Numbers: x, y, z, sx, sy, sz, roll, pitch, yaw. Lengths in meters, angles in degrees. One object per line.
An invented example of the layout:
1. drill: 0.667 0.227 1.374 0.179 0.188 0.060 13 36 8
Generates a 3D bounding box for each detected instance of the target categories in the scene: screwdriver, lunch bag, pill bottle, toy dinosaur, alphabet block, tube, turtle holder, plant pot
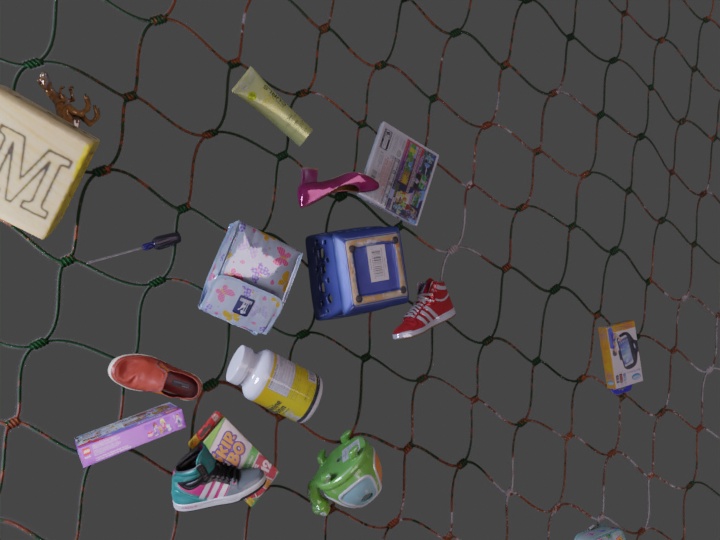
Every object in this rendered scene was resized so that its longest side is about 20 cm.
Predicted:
1. screwdriver: -0.466 -0.043 1.411 0.196 0.029 0.029 -19 95 -23
2. lunch bag: -0.236 0.021 1.466 0.167 0.127 0.204 27 81 -20
3. pill bottle: -0.187 0.242 1.478 0.197 0.111 0.114 30 74 -21
4. toy dinosaur: -0.577 -0.298 1.366 0.104 0.060 0.205 -20 94 1
5. alphabet block: -0.610 -0.200 1.235 0.197 0.195 0.200 29 93 -20
6. tube: -0.198 -0.369 1.558 0.199 0.052 0.058 42 30 -13
7. lunch bag: 0.659 0.811 1.880 0.156 0.077 0.206 -6 89 -25
8. turtle holder: -0.032 0.469 1.523 0.186 0.140 0.133 -46 106 -23
9. plant pot: 0.000 0.000 1.554 0.195 0.179 0.206 -8 90 -25

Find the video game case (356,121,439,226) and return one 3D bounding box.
1. video game case: 0.096 -0.240 1.709 0.179 0.023 0.205 25 74 -23

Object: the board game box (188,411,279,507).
1. board game box: -0.272 0.406 1.472 0.201 0.030 0.096 48 68 -13

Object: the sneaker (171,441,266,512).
1. sneaker: -0.298 0.409 1.401 0.194 0.084 0.124 -12 110 -10

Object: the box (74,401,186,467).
1. box: -0.449 0.315 1.327 0.196 0.136 0.040 -18 93 -26

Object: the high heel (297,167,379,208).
1. high heel: -0.051 -0.181 1.596 0.194 0.067 0.099 8 73 -18

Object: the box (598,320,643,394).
1. box: 0.764 0.257 1.996 0.116 0.041 0.206 -9 88 -27

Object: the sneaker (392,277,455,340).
1. sneaker: 0.145 0.091 1.680 0.197 0.071 0.115 -23 100 -34

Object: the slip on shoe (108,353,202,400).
1. slip on shoe: -0.415 0.220 1.394 0.196 0.061 0.076 22 78 -22
